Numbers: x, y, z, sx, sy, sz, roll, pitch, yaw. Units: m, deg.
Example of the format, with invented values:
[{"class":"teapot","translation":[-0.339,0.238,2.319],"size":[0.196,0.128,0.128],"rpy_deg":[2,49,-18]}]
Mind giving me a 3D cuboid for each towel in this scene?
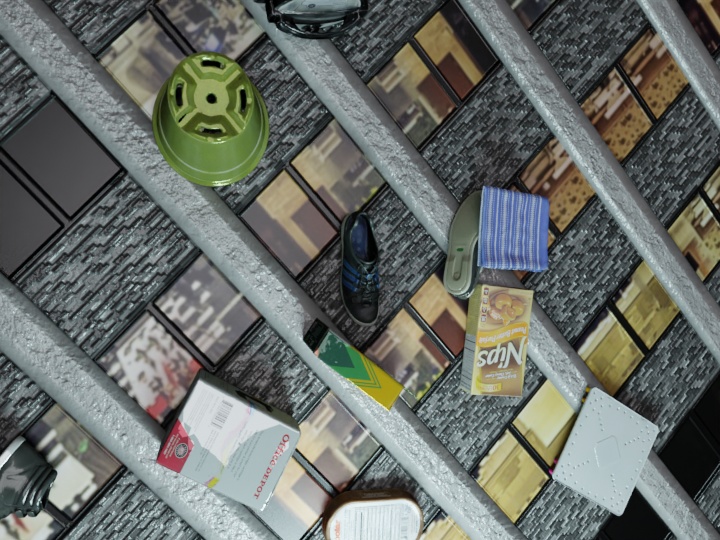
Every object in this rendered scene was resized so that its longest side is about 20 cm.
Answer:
[{"class":"towel","translation":[0.295,-0.075,1.075],"size":[0.194,0.023,0.151],"rpy_deg":[2,91,-37]}]

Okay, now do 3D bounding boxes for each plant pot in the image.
[{"class":"plant pot","translation":[-0.229,-0.242,0.871],"size":[0.192,0.190,0.209],"rpy_deg":[-1,93,-14]}]

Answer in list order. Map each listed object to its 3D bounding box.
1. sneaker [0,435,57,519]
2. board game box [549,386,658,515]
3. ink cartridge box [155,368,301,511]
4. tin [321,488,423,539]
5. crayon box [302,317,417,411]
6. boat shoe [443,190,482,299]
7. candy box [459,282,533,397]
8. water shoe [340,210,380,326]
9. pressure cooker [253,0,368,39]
[{"class":"sneaker","translation":[-0.548,0.370,0.868],"size":[0.098,0.071,0.203],"rpy_deg":[35,79,-9]},{"class":"board game box","translation":[0.508,0.376,1.185],"size":[0.196,0.026,0.205],"rpy_deg":[30,85,-15]},{"class":"ink cartridge box","translation":[-0.217,0.283,0.950],"size":[0.196,0.083,0.149],"rpy_deg":[31,84,-14]},{"class":"tin","translation":[0.025,0.468,1.051],"size":[0.192,0.042,0.117],"rpy_deg":[2,88,-15]},{"class":"crayon box","translation":[-0.004,0.169,0.982],"size":[0.198,0.127,0.051],"rpy_deg":[39,84,-13]},{"class":"boat shoe","translation":[0.207,-0.049,1.074],"size":[0.067,0.070,0.208],"rpy_deg":[25,77,-51]},{"class":"candy box","translation":[0.261,0.132,1.091],"size":[0.111,0.055,0.209],"rpy_deg":[6,91,-15]},{"class":"water shoe","translation":[0.000,0.000,1.001],"size":[0.069,0.079,0.209],"rpy_deg":[-9,95,-14]},{"class":"pressure cooker","translation":[-0.076,-0.479,0.913],"size":[0.170,0.178,0.209],"rpy_deg":[-6,96,24]}]
